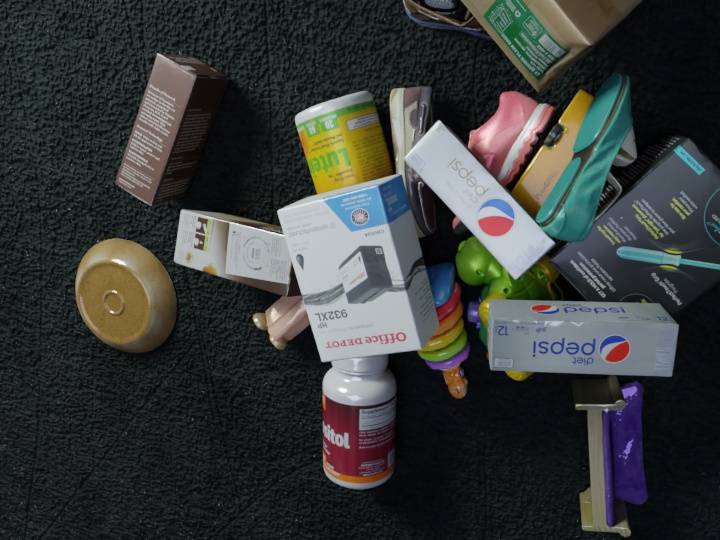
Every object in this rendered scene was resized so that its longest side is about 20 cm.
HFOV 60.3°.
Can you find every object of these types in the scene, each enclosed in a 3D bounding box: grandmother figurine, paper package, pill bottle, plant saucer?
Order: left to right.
[{"bbox_3d":[-0.405,0.050,1.042,0.197,0.035,0.204,4,105,15],"label":"plant saucer"},{"bbox_3d":[-0.069,0.038,0.933,0.121,0.061,0.200,43,114,-8],"label":"grandmother figurine"},{"bbox_3d":[-0.009,-0.127,0.842,0.109,0.111,0.203,-14,100,18],"label":"pill bottle"},{"bbox_3d":[-0.002,0.210,0.929,0.111,0.113,0.204,4,105,14],"label":"pill bottle"},{"bbox_3d":[0.211,-0.339,0.684,0.190,0.103,0.200,-42,92,-19],"label":"paper package"}]

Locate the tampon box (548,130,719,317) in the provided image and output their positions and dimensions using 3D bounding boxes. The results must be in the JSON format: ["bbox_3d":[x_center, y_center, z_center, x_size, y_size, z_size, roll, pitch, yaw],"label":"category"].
[{"bbox_3d":[0.350,-0.042,0.755,0.150,0.126,0.200,45,111,-1],"label":"tampon box"}]

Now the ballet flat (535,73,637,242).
[{"bbox_3d":[0.269,-0.120,0.700,0.070,0.067,0.202,29,84,-9],"label":"ballet flat"}]

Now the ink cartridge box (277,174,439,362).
[{"bbox_3d":[0.000,0.000,0.769,0.143,0.084,0.203,-10,102,26],"label":"ink cartridge box"}]

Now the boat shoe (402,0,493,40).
[{"bbox_3d":[0.148,-0.325,0.766,0.197,0.072,0.074,6,105,14],"label":"boat shoe"}]

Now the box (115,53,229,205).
[{"bbox_3d":[-0.274,-0.204,0.903,0.074,0.100,0.202,31,110,6],"label":"box"}]

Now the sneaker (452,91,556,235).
[{"bbox_3d":[0.171,-0.142,0.821,0.086,0.074,0.202,38,108,18],"label":"sneaker"}]

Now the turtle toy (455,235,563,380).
[{"bbox_3d":[0.197,0.043,0.827,0.101,0.145,0.202,-17,102,59],"label":"turtle toy"}]

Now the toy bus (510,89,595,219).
[{"bbox_3d":[0.245,-0.123,0.787,0.065,0.078,0.202,34,111,10],"label":"toy bus"}]

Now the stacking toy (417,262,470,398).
[{"bbox_3d":[0.114,0.100,0.883,0.108,0.116,0.202,-16,111,22],"label":"stacking toy"}]

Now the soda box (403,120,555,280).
[{"bbox_3d":[0.145,-0.086,0.752,0.064,0.068,0.200,-43,82,17],"label":"soda box"}]

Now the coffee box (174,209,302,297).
[{"bbox_3d":[-0.149,-0.027,0.881,0.197,0.114,0.081,15,98,26],"label":"coffee box"}]

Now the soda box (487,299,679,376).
[{"bbox_3d":[0.245,0.075,0.706,0.196,0.068,0.065,1,107,9],"label":"soda box"}]

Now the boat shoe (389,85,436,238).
[{"bbox_3d":[0.084,-0.146,0.834,0.064,0.072,0.204,-7,97,22],"label":"boat shoe"}]

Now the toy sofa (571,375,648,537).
[{"bbox_3d":[0.349,0.254,0.858,0.096,0.083,0.203,-3,103,18],"label":"toy sofa"}]
